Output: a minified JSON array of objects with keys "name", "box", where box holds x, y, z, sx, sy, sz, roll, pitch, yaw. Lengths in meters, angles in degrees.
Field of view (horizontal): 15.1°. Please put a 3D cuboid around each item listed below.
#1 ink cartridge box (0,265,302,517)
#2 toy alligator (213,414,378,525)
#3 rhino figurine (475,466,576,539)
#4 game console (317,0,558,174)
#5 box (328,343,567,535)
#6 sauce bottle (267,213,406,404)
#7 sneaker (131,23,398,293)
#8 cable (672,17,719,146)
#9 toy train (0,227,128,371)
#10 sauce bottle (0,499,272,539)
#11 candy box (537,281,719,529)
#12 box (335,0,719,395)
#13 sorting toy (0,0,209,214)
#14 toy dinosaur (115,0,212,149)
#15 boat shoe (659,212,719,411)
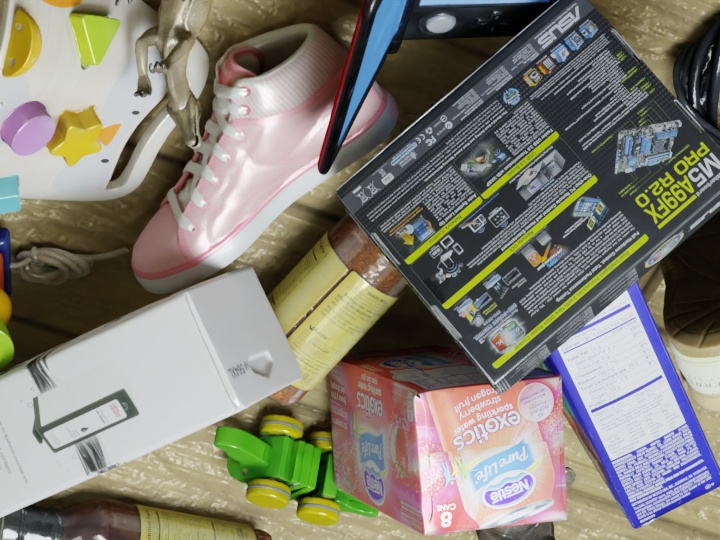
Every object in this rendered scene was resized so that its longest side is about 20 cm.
[{"name":"ink cartridge box","box":[-0.155,0.077,1.714,0.199,0.146,0.085,-25,90,16]},{"name":"toy alligator","box":[-0.026,0.148,1.890,0.199,0.060,0.054,22,157,-28]},{"name":"rhino figurine","box":[0.110,0.132,1.893,0.059,0.088,0.201,-15,127,-15]},{"name":"game console","box":[0.063,-0.154,1.603,0.171,0.119,0.200,-3,153,-12]},{"name":"box","box":[0.053,0.107,1.777,0.102,0.200,0.095,-5,96,-17]},{"name":"sauce bottle","box":[0.000,0.000,1.778,0.066,0.066,0.200,35,109,-32]},{"name":"sneaker","box":[-0.082,-0.079,1.708,0.200,0.075,0.105,-37,123,6]},{"name":"cable","box":[0.300,-0.120,1.802,0.199,0.051,0.164,10,119,-21]},{"name":"toy train","box":[-0.235,0.022,1.703,0.199,0.116,0.085,-5,125,-12]},{"name":"sauce bottle","box":[-0.159,0.193,1.872,0.199,0.066,0.066,12,119,-21]},{"name":"candy box","box":[0.150,0.043,1.795,0.077,0.169,0.201,-28,125,-1]},{"name":"box","box":[0.109,-0.049,1.667,0.200,0.160,0.044,-41,166,0]},{"name":"sorting toy","box":[-0.185,-0.104,1.663,0.179,0.107,0.200,12,121,-45]},{"name":"toy dinosaur","box":[-0.104,-0.173,1.633,0.058,0.101,0.201,20,104,16]},{"name":"boat shoe","box":[0.233,0.018,1.788,0.074,0.200,0.067,-2,122,17]}]
